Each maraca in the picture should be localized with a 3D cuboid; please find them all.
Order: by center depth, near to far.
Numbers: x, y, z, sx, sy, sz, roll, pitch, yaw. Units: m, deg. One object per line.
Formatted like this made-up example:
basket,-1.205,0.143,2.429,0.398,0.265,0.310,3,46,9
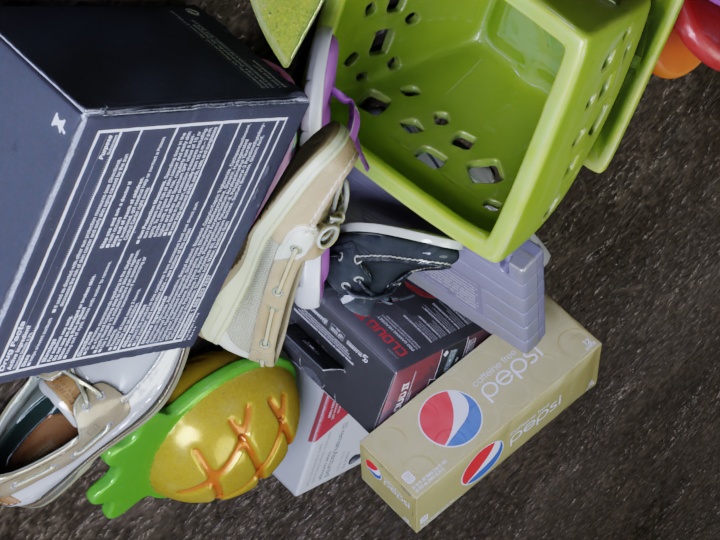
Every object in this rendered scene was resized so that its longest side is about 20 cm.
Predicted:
maraca,-0.126,0.126,1.577,0.200,0.107,0.137,-20,141,-42

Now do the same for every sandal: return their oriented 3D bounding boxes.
sandal,-0.019,-0.072,1.418,0.083,0.050,0.203,-91,-174,-66

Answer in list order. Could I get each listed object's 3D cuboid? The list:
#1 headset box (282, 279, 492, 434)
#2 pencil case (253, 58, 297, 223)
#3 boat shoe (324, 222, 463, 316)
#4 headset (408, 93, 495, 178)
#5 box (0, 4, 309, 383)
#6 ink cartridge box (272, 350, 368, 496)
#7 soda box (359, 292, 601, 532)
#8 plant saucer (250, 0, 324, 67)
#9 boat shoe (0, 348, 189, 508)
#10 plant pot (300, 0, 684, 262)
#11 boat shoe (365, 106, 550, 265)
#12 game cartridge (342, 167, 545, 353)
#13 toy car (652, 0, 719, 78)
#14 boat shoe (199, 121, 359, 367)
headset box,0.024,0.035,1.632,0.200,0.149,0.075,-23,144,-40
pencil case,-0.085,-0.054,1.418,0.087,0.087,0.200,-32,149,-29
boat shoe,-0.002,0.000,1.494,0.074,0.199,0.066,13,83,-45
headset,0.090,-0.103,1.656,0.123,0.094,0.200,-37,137,-9
box,-0.168,-0.051,1.253,0.198,0.123,0.200,-10,134,-53
ink cartridge box,0.007,0.084,1.745,0.200,0.084,0.145,-24,145,-40
soda box,0.095,0.109,1.594,0.200,0.068,0.064,-38,153,-19
plant saucer,-0.014,-0.245,1.218,0.200,0.048,0.200,-60,-169,24
boat shoe,-0.197,0.092,1.461,0.200,0.075,0.068,-51,159,8
plant pot,0.101,-0.159,1.439,0.181,0.199,0.200,-30,150,-44
boat shoe,0.071,-0.059,1.579,0.067,0.073,0.200,-47,116,-20
game cartridge,0.053,-0.026,1.534,0.038,0.200,0.130,-49,156,-17
toy car,0.257,-0.226,1.509,0.175,0.150,0.200,-11,146,-38
boat shoe,-0.043,-0.014,1.342,0.201,0.063,0.073,-56,-175,36
